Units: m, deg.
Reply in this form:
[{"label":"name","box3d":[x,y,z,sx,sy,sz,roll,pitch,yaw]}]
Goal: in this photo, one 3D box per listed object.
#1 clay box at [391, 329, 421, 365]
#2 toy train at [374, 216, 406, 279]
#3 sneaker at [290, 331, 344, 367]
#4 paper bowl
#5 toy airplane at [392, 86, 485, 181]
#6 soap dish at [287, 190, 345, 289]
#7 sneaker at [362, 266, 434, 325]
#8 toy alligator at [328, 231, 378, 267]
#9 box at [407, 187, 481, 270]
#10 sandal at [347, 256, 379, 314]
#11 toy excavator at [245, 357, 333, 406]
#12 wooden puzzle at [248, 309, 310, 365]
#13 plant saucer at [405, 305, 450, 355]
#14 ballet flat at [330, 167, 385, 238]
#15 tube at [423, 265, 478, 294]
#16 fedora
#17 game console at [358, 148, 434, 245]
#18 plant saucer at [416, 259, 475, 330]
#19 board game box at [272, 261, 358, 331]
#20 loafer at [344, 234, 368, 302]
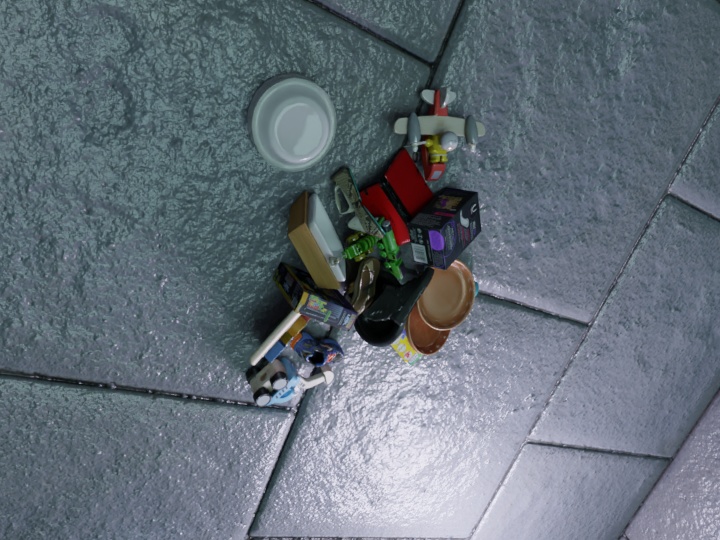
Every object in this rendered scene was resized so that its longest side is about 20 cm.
[{"label":"clay box","box3d":[0.132,0.182,1.650,0.114,0.048,0.201,-41,125,-2]},{"label":"toy train","box3d":[0.077,-0.057,1.461,0.042,0.055,0.203,-51,139,-30]},{"label":"sneaker","box3d":[-0.111,0.234,1.538,0.076,0.079,0.198,-50,142,15]},{"label":"paper bowl","box3d":[-0.147,-0.322,1.238,0.195,0.105,0.206,-11,120,-19]},{"label":"toy airplane","box3d":[0.197,-0.340,1.355,0.199,0.142,0.200,-42,123,2]},{"label":"soap dish","box3d":[-0.106,-0.070,1.360,0.079,0.159,0.203,-20,124,11]},{"label":"sneaker","box3d":[0.098,0.057,1.425,0.103,0.060,0.203,33,88,11]},{"label":"toy alligator","box3d":[-0.005,-0.056,1.344,0.199,0.053,0.061,-36,106,-52]},{"label":"box","box3d":[0.222,-0.113,1.456,0.199,0.104,0.125,-41,131,-36]},{"label":"sandal","box3d":[-0.002,0.041,1.412,0.079,0.054,0.204,-19,137,-38]},{"label":"toy excavator","box3d":[-0.193,0.306,1.558,0.194,0.100,0.200,-42,137,4]},{"label":"wooden puzzle","box3d":[-0.189,0.163,1.427,0.046,0.200,0.185,43,95,3]},{"label":"plant saucer","box3d":[0.197,0.142,1.627,0.196,0.032,0.208,-5,97,-42]},{"label":"ballet flat","box3d":[-0.014,-0.151,1.358,0.074,0.068,0.204,-29,79,3]},{"label":"tube","box3d":[0.260,0.028,1.627,0.196,0.050,0.080,22,71,-30]},{"label":"fedora","box3d":[0.065,0.103,1.530,0.091,0.199,0.205,0,121,-57]},{"label":"game console","box3d":[0.086,-0.181,1.463,0.169,0.121,0.201,-21,128,26]},{"label":"plant saucer","box3d":[0.237,0.065,1.580,0.194,0.037,0.207,-4,100,-25]},{"label":"board game box","box3d":[-0.115,0.063,1.390,0.162,0.200,0.058,23,101,-31]},{"label":"loafer","box3d":[0.000,0.000,1.473,0.073,0.069,0.207,1,111,11]}]
